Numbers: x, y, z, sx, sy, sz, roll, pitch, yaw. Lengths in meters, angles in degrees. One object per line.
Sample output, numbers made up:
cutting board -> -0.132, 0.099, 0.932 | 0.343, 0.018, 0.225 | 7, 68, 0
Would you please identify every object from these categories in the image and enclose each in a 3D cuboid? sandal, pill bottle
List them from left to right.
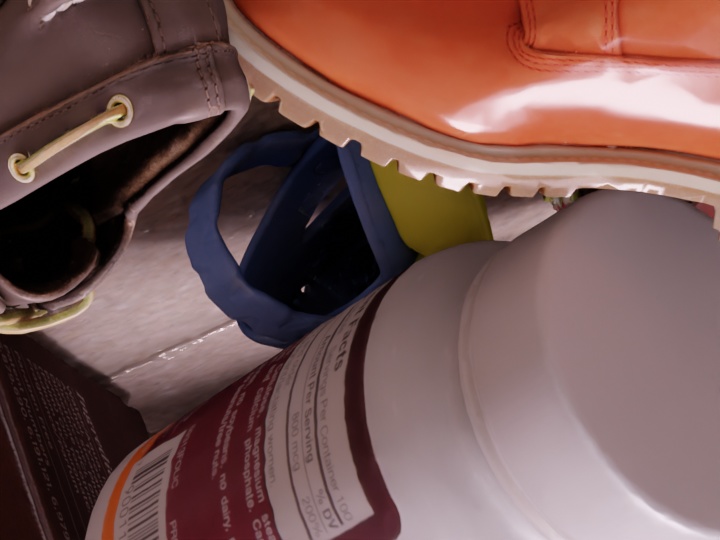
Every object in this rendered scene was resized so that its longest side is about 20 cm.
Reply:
sandal -> 0.000, 0.000, 0.845 | 0.087, 0.080, 0.200 | -16, 156, 3
pill bottle -> 0.022, 0.061, 0.755 | 0.114, 0.115, 0.200 | -6, 161, -43

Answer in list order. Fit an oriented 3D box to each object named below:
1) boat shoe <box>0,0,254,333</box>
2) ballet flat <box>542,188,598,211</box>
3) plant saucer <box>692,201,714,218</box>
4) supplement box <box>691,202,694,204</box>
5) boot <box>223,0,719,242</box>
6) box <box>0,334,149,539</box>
boat shoe -> -0.086, -0.020, 0.685 | 0.072, 0.060, 0.200 | -10, 159, -36
ballet flat -> 0.093, -0.061, 0.777 | 0.075, 0.064, 0.200 | -17, 162, -14
plant saucer -> 0.138, -0.020, 0.876 | 0.200, 0.037, 0.200 | -41, 173, -26
supplement box -> 0.210, 0.012, 1.069 | 0.199, 0.074, 0.126 | -19, 140, -9
boot -> 0.062, -0.071, 0.674 | 0.199, 0.075, 0.108 | 9, 120, -11
box -> -0.143, 0.129, 0.890 | 0.165, 0.165, 0.200 | -23, 163, 5
